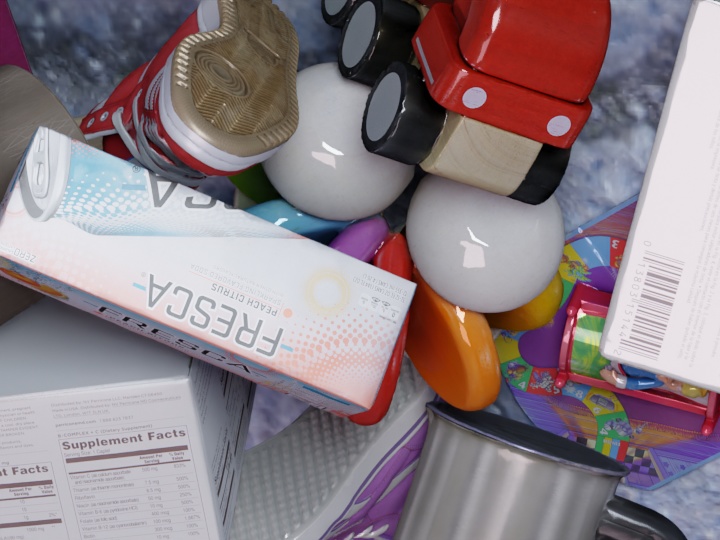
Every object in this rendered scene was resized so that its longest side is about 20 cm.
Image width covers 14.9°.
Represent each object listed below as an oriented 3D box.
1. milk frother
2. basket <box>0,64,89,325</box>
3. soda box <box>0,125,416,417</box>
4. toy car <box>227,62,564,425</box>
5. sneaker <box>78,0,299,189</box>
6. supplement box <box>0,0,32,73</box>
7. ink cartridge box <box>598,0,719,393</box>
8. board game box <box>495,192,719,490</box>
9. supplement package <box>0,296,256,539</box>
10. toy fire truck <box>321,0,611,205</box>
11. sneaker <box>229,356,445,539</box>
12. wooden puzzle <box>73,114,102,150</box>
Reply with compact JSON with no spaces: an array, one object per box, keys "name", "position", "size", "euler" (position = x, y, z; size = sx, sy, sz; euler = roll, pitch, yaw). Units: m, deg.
[{"name":"milk frother","position":[0.083,0.182,1.556],"size":[0.180,0.200,0.189],"euler":[18,94,-13]},{"name":"basket","position":[-0.234,-0.010,1.379],"size":[0.136,0.200,0.180],"euler":[56,155,5]},{"name":"soda box","position":[-0.078,0.003,1.323],"size":[0.199,0.069,0.064],"euler":[23,169,-10]},{"name":"toy car","position":[0.000,0.000,1.439],"size":[0.199,0.150,0.175],"euler":[32,161,0]},{"name":"sneaker","position":[-0.089,-0.067,1.350],"size":[0.071,0.200,0.112],"euler":[41,109,-11]},{"name":"supplement box","position":[-0.270,-0.140,1.492],"size":[0.131,0.103,0.201],"euler":[5,122,42]},{"name":"ink cartridge box","position":[0.230,-0.026,1.407],"size":[0.175,0.045,0.201],"euler":[18,111,11]},{"name":"board game box","position":[0.161,0.045,1.501],"size":[0.200,0.039,0.158],"euler":[-30,106,31]},{"name":"supplement package","position":[-0.146,0.064,1.481],"size":[0.155,0.200,0.111],"euler":[-6,116,7]},{"name":"toy fire truck","position":[0.089,-0.154,1.343],"size":[0.128,0.176,0.200],"euler":[17,121,-23]},{"name":"sneaker","position":[-0.021,0.139,1.536],"size":[0.073,0.200,0.115],"euler":[36,153,35]},{"name":"wooden puzzle","position":[-0.187,0.008,1.603],"size":[0.199,0.046,0.186],"euler":[-7,116,23]}]
